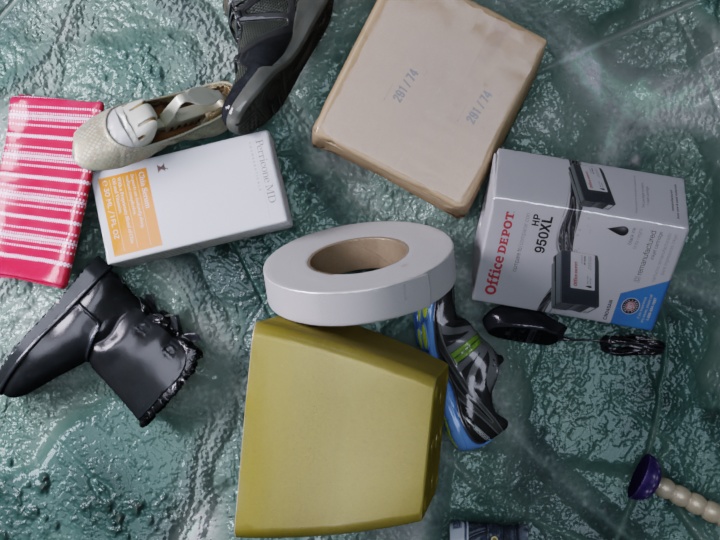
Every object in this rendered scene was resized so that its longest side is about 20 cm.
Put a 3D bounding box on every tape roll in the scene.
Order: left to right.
[{"bbox_3d":[0.000,0.000,1.187,0.199,0.203,0.038,-7,111,1],"label":"tape roll"}]

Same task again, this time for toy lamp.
[{"bbox_3d":[0.385,0.260,1.238,0.198,0.058,0.059,27,89,2],"label":"toy lamp"}]

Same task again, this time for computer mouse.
[{"bbox_3d":[0.229,0.062,1.251,0.196,0.059,0.035,9,70,0],"label":"computer mouse"}]

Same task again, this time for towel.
[{"bbox_3d":[-0.345,-0.087,1.252,0.143,0.022,0.204,10,87,34],"label":"towel"}]

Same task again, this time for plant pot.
[{"bbox_3d":[-0.008,0.155,1.160,0.173,0.200,0.204,6,93,10],"label":"plant pot"}]

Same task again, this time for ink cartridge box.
[{"bbox_3d":[0.221,-0.031,1.204,0.196,0.085,0.146,9,132,2],"label":"ink cartridge box"}]

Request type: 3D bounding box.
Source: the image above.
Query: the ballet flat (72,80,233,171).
[{"bbox_3d":[-0.212,-0.161,1.219,0.198,0.062,0.068,-25,76,-37],"label":"ballet flat"}]

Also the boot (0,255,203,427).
[{"bbox_3d":[-0.278,0.102,1.257,0.162,0.073,0.199,42,92,-4],"label":"boot"}]

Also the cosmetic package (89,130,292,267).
[{"bbox_3d":[-0.180,-0.075,1.257,0.196,0.071,0.103,-14,87,0],"label":"cosmetic package"}]

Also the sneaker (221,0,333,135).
[{"bbox_3d":[-0.117,-0.238,1.246,0.113,0.076,0.202,23,68,9],"label":"sneaker"}]

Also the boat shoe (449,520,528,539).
[{"bbox_3d":[0.141,0.368,1.231,0.089,0.071,0.204,-2,86,5],"label":"boat shoe"}]

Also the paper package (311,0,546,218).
[{"bbox_3d":[0.073,-0.185,1.239,0.188,0.103,0.203,27,88,1],"label":"paper package"}]

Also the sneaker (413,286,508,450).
[{"bbox_3d":[0.108,0.088,1.251,0.081,0.071,0.203,-15,90,-10],"label":"sneaker"}]
